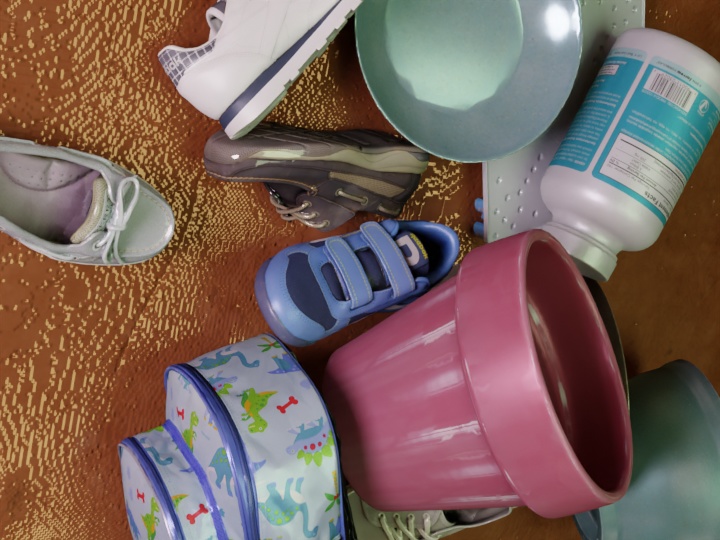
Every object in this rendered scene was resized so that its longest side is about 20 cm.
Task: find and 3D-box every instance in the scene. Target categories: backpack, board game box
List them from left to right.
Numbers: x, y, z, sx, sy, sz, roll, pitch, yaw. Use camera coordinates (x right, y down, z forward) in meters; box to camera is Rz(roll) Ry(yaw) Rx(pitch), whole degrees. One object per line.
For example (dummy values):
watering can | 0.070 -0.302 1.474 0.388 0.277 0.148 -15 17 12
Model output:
backpack | -0.087 0.160 0.939 0.146 0.183 0.202 -13 117 -23
board game box | 0.172 -0.142 1.157 0.199 0.026 0.202 -22 119 -34

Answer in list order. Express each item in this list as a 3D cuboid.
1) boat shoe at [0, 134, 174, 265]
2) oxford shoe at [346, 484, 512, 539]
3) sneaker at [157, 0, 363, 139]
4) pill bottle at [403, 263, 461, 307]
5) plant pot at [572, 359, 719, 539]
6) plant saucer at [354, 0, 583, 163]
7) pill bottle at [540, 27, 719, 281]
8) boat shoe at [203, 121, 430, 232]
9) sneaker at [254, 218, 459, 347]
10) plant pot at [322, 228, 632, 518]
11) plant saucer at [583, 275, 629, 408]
boat shoe | -0.195 -0.045 0.843 0.201 0.065 0.075 25 90 -44
oxford shoe | 0.041 0.200 1.095 0.199 0.058 0.075 -25 123 14
sneaker | -0.048 -0.184 0.911 0.080 0.076 0.200 41 70 -3
pill bottle | 0.100 0.097 1.129 0.112 0.112 0.201 -37 127 -25
plant pot | 0.271 0.198 1.284 0.133 0.201 0.202 -12 118 -8
plant saucer | 0.079 -0.184 1.025 0.199 0.039 0.203 -3 97 -24
pill bottle | 0.224 -0.094 1.127 0.111 0.110 0.201 33 84 -44
boat shoe | -0.028 -0.064 0.978 0.199 0.074 0.074 -1 108 -40
sneaker | 0.000 0.000 0.992 0.199 0.082 0.074 -20 85 -52
plant pot | 0.080 0.092 0.967 0.200 0.178 0.201 46 33 -42
plant saucer | 0.190 0.103 1.175 0.032 0.200 0.202 -3 112 -8
